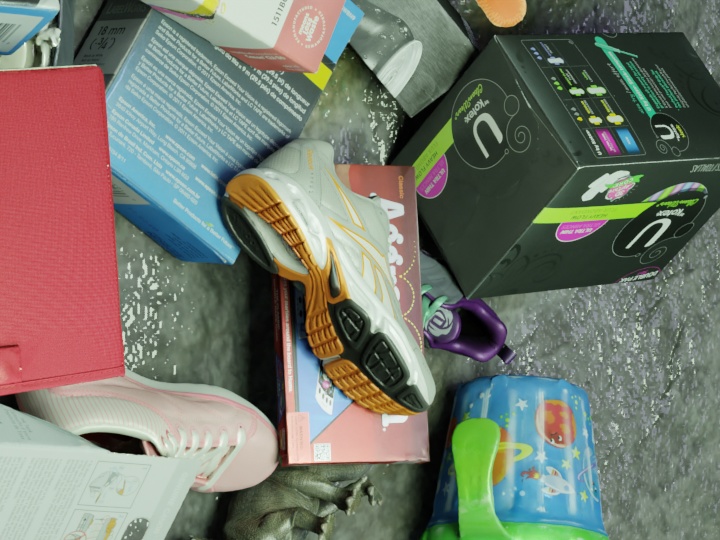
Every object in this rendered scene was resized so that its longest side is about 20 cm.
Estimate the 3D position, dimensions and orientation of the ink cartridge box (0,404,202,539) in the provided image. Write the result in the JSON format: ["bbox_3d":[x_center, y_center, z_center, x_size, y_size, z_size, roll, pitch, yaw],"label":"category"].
[{"bbox_3d":[-0.215,0.156,1.412,0.200,0.057,0.163,4,123,-42],"label":"ink cartridge box"}]

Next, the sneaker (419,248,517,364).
[{"bbox_3d":[0.026,0.008,1.627,0.200,0.088,0.075,22,100,-39],"label":"sneaker"}]

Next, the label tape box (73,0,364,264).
[{"bbox_3d":[-0.103,-0.126,1.538,0.144,0.063,0.200,40,68,-34],"label":"label tape box"}]

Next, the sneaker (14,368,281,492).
[{"bbox_3d":[-0.126,0.116,1.493,0.200,0.105,0.075,25,111,-34],"label":"sneaker"}]

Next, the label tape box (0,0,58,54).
[{"bbox_3d":[-0.264,-0.228,1.339,0.144,0.063,0.200,0,69,-38],"label":"label tape box"}]

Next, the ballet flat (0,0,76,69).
[{"bbox_3d":[-0.204,-0.183,1.441,0.073,0.073,0.201,-2,96,-40],"label":"ballet flat"}]

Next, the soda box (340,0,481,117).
[{"bbox_3d":[-0.001,-0.202,1.606,0.071,0.063,0.200,-36,121,10],"label":"soda box"}]

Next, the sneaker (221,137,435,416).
[{"bbox_3d":[0.000,0.000,1.534,0.092,0.076,0.200,-45,110,-39],"label":"sneaker"}]

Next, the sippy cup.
[{"bbox_3d":[0.114,0.146,1.699,0.139,0.178,0.131,7,75,-12],"label":"sippy cup"}]

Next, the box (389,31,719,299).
[{"bbox_3d":[0.153,-0.077,1.675,0.200,0.149,0.124,-6,56,-41],"label":"box"}]

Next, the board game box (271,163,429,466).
[{"bbox_3d":[-0.008,0.029,1.575,0.103,0.019,0.201,0,81,-24],"label":"board game box"}]

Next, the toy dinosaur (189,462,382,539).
[{"bbox_3d":[-0.050,0.159,1.583,0.077,0.102,0.200,79,32,-45],"label":"toy dinosaur"}]

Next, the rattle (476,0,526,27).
[{"bbox_3d":[0.033,-0.264,1.584,0.143,0.130,0.200,12,62,-52],"label":"rattle"}]

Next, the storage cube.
[{"bbox_3d":[-0.256,-0.020,1.343,0.200,0.171,0.180,-6,94,-39],"label":"storage cube"}]

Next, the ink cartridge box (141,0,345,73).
[{"bbox_3d":[-0.095,-0.215,1.451,0.200,0.067,0.117,28,79,-38],"label":"ink cartridge box"}]

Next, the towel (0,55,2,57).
[{"bbox_3d":[-0.308,-0.175,1.357,0.200,0.036,0.149,-7,74,-40],"label":"towel"}]
